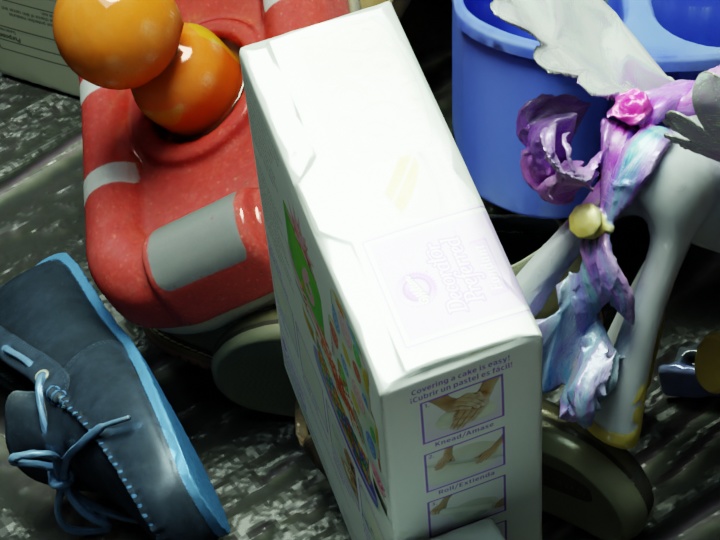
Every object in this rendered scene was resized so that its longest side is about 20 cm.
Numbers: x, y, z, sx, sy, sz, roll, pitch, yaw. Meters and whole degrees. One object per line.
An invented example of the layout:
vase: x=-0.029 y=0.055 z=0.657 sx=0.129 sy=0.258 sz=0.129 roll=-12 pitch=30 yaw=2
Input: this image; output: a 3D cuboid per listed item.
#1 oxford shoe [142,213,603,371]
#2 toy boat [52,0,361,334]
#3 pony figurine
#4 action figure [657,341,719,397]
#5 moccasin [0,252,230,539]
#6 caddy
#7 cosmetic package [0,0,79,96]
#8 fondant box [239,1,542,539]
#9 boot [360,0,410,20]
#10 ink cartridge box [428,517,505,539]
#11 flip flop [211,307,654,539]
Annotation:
oxford shoe: x=0.000 y=0.000 z=1.167 sx=0.199 sy=0.074 sz=0.071 roll=-3 pitch=44 yaw=12
toy boat: x=-0.075 y=-0.082 z=1.137 sx=0.130 sy=0.131 sz=0.201 roll=-24 pitch=51 yaw=23
pony figurine: x=0.115 y=-0.036 z=1.021 sx=0.166 sy=0.201 sz=0.193 roll=39 pitch=21 yaw=33
action figure: x=0.210 y=-0.001 z=1.088 sx=0.199 sy=0.105 sz=0.194 roll=-3 pitch=52 yaw=18
moccasin: x=-0.112 y=0.067 z=1.140 sx=0.068 sy=0.081 sz=0.200 roll=-29 pitch=31 yaw=-9
caddy: x=0.107 y=-0.097 z=1.169 sx=0.141 sy=0.106 sz=0.200 roll=0 pitch=22 yaw=-3
cosmetic package: x=-0.135 y=-0.184 z=1.302 sx=0.103 sy=0.201 sz=0.087 roll=16 pitch=50 yaw=27
fondant box: x=0.013 y=0.028 z=0.959 sx=0.058 sy=0.200 sz=0.145 roll=-18 pitch=57 yaw=-7
boot: x=-0.040 y=-0.121 z=1.273 sx=0.200 sy=0.066 sz=0.175 roll=-54 pitch=28 yaw=-2
ink cartridge box: x=0.055 y=0.201 z=0.893 sx=0.083 sy=0.146 sz=0.200 roll=-22 pitch=44 yaw=-7
flip flop: x=0.020 y=0.070 z=1.099 sx=0.199 sy=0.081 sz=0.058 roll=22 pitch=68 yaw=26
